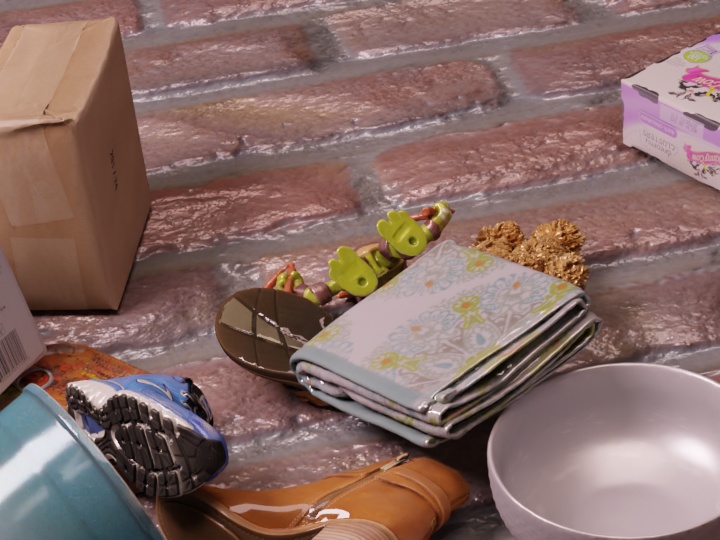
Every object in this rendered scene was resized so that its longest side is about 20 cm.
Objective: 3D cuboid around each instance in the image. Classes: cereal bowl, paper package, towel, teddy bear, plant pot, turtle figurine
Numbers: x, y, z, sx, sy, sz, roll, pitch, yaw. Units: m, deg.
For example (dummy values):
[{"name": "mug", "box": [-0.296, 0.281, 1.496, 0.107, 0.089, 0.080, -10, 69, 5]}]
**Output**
[{"name": "cereal bowl", "box": [0.190, 0.155, 1.568, 0.200, 0.083, 0.200, -5, 34, 3]}, {"name": "paper package", "box": [-0.257, -0.092, 1.912, 0.103, 0.200, 0.191, -1, 35, 9]}, {"name": "towel", "box": [0.062, 0.054, 1.661, 0.171, 0.048, 0.200, -34, 30, -23]}, {"name": "teddy bear", "box": [0.117, 0.011, 1.812, 0.145, 0.067, 0.200, 15, 39, 33]}, {"name": "plant pot", "box": [-0.238, 0.210, 1.479, 0.188, 0.200, 0.200, -36, 41, -15]}, {"name": "turtle figurine", "box": [0.000, 0.000, 1.819, 0.200, 0.065, 0.161, -24, -1, -6]}]

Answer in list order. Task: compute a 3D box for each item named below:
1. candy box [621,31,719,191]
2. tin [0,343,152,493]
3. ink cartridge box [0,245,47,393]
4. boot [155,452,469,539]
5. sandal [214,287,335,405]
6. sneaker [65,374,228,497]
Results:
[{"name": "candy box", "box": [0.364, -0.151, 2.004, 0.200, 0.072, 0.168, -27, 38, -28]}, {"name": "tin", "box": [-0.215, 0.117, 1.741, 0.200, 0.042, 0.112, 21, 39, 36]}, {"name": "ink cartridge box", "box": [-0.376, 0.011, 1.769, 0.200, 0.176, 0.084, 1, 32, 37]}, {"name": "boot", "box": [-0.034, 0.169, 1.601, 0.200, 0.077, 0.155, 6, 27, 37]}, {"name": "sandal", "box": [-0.024, 0.075, 1.759, 0.200, 0.055, 0.082, 16, 51, 8]}, {"name": "sneaker", "box": [-0.142, 0.108, 1.614, 0.089, 0.079, 0.200, -17, 17, -26]}]
